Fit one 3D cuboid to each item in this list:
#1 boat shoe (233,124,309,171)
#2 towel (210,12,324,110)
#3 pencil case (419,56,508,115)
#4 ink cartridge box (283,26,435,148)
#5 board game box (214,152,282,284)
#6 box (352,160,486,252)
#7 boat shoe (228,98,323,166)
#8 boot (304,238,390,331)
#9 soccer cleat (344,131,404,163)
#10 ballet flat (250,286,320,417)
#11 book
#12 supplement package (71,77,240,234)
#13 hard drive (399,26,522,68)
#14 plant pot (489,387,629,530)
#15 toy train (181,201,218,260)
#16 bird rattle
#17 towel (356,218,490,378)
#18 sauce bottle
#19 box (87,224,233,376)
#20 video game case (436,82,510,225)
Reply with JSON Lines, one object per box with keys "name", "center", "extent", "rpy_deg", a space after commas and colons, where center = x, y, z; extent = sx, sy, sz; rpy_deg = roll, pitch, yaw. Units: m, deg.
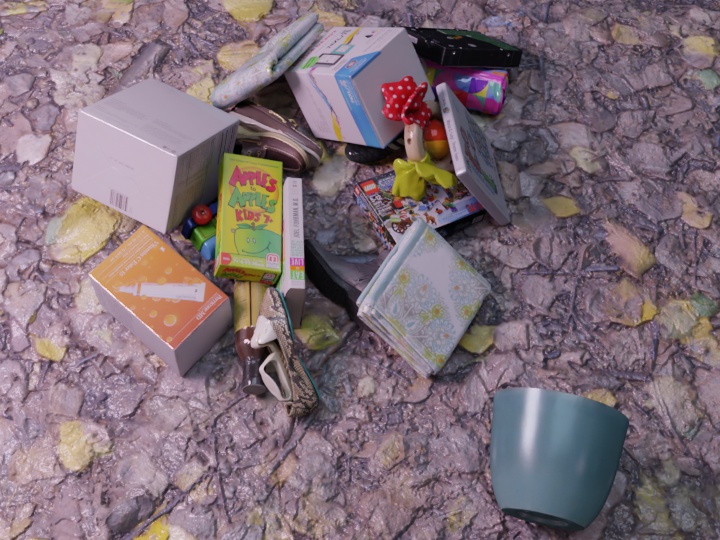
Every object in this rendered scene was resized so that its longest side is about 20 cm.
{"name": "boat shoe", "center": [-0.184, -0.202, 1.728], "extent": [0.197, 0.073, 0.073], "rpy_deg": [21, 60, 19]}
{"name": "towel", "center": [-0.166, -0.375, 1.765], "extent": [0.048, 0.170, 0.201], "rpy_deg": [50, 48, -18]}
{"name": "pencil case", "center": [0.175, -0.348, 1.822], "extent": [0.196, 0.089, 0.090], "rpy_deg": [14, 60, 4]}
{"name": "ink cartridge box", "center": [-0.004, -0.322, 1.718], "extent": [0.147, 0.147, 0.198], "rpy_deg": [-44, 35, -23]}
{"name": "board game box", "center": [-0.180, -0.085, 1.594], "extent": [0.099, 0.048, 0.204], "rpy_deg": [7, 63, -18]}
{"name": "box", "center": [0.103, -0.117, 1.693], "extent": [0.197, 0.038, 0.138], "rpy_deg": [-21, 63, -27]}
{"name": "boat shoe", "center": [-0.146, -0.250, 1.763], "extent": [0.197, 0.072, 0.060], "rpy_deg": [26, 65, 18]}
{"name": "boot", "center": [0.000, 0.000, 1.639], "extent": [0.131, 0.070, 0.200], "rpy_deg": [-36, 72, -29]}
{"name": "soccer cleat", "center": [0.062, -0.250, 1.764], "extent": [0.197, 0.082, 0.068], "rpy_deg": [-20, 62, -13]}
{"name": "ballet flat", "center": [-0.125, 0.130, 1.511], "extent": [0.074, 0.068, 0.204], "rpy_deg": [-21, 92, -29]}
{"name": "book", "center": [-0.112, -0.028, 1.599], "extent": [0.047, 0.134, 0.204], "rpy_deg": [3, 59, -12]}
{"name": "supplement package", "center": [-0.338, -0.194, 1.637], "extent": [0.189, 0.149, 0.200], "rpy_deg": [26, 33, 13]}
{"name": "hard drive", "center": [0.183, -0.409, 1.813], "extent": [0.197, 0.039, 0.139], "rpy_deg": [-9, 32, -37]}
{"name": "plant pot", "center": [0.274, 0.278, 1.417], "extent": [0.196, 0.201, 0.164], "rpy_deg": [13, 72, 5]}
{"name": "toy train", "center": [-0.194, -0.081, 1.668], "extent": [0.199, 0.085, 0.116], "rpy_deg": [-34, 83, -29]}
{"name": "bird rattle", "center": [0.103, -0.224, 1.657], "extent": [0.162, 0.111, 0.204], "rpy_deg": [-13, 90, -53]}
{"name": "towel", "center": [0.101, 0.044, 1.575], "extent": [0.171, 0.048, 0.201], "rpy_deg": [43, 64, -15]}
{"name": "sauce bottle", "center": [-0.171, 0.096, 1.569], "extent": [0.063, 0.065, 0.204], "rpy_deg": [-1, 61, -3]}
{"name": "box", "center": [-0.316, 0.047, 1.571], "extent": [0.199, 0.098, 0.124], "rpy_deg": [37, 65, 17]}
{"name": "video game case", "center": [0.193, -0.196, 1.682], "extent": [0.023, 0.200, 0.185], "rpy_deg": [-22, 59, 21]}
